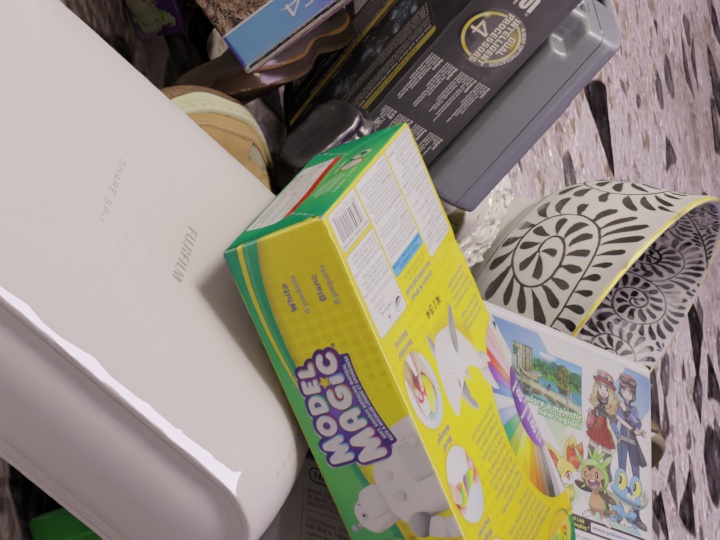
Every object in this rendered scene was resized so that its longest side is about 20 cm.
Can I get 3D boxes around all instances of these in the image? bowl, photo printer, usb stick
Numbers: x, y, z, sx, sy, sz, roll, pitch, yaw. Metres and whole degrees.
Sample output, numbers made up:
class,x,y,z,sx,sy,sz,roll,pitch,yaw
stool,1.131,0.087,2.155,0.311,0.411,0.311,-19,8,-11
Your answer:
class,x,y,z,sx,sy,sz,roll,pitch,yaw
bowl,0.102,0.020,1.424,0.201,0.094,0.201,-46,160,-23
photo printer,-0.094,0.005,0.957,0.200,0.069,0.167,43,35,-22
usb stick,0.000,0.000,1.219,0.055,0.033,0.200,-41,145,-18

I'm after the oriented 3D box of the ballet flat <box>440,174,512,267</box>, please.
class,x,y,z,sx,sy,sz,roll,pitch,yaw
ballet flat,0.021,-0.014,1.320,0.200,0.072,0.072,-43,129,-34

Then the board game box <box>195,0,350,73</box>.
class,x,y,z,sx,sy,sz,roll,pitch,yaw
board game box,-0.046,-0.211,1.150,0.200,0.097,0.159,54,26,-4

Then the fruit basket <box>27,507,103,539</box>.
class,x,y,z,sx,sy,sz,roll,pitch,yaw
fruit basket,-0.084,0.080,1.091,0.185,0.094,0.201,49,21,-61

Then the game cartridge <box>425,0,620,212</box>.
class,x,y,z,sx,sy,sz,roll,pitch,yaw
game cartridge,0.064,-0.121,1.308,0.040,0.133,0.200,32,28,-26

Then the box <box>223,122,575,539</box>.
class,x,y,z,sx,sy,sz,roll,pitch,yaw
box,0.024,0.056,0.994,0.200,0.048,0.117,65,24,-12

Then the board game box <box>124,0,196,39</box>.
class,x,y,z,sx,sy,sz,roll,pitch,yaw
board game box,-0.092,-0.212,1.267,0.200,0.032,0.120,-74,154,-54

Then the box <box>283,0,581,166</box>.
class,x,y,z,sx,sy,sz,roll,pitch,yaw
box,0.036,-0.135,1.279,0.049,0.200,0.161,30,31,-23

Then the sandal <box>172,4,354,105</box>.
class,x,y,z,sx,sy,sz,roll,pitch,yaw
sandal,-0.055,-0.109,1.230,0.055,0.082,0.200,62,15,-6

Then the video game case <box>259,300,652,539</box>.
class,x,y,z,sx,sy,sz,roll,pitch,yaw
video game case,0.042,0.095,1.084,0.200,0.022,0.183,22,57,-31

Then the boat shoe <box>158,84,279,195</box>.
class,x,y,z,sx,sy,sz,roll,pitch,yaw
boat shoe,-0.062,-0.023,1.154,0.076,0.071,0.200,68,10,15

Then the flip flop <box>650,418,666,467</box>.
class,x,y,z,sx,sy,sz,roll,pitch,yaw
flip flop,0.071,0.137,1.342,0.058,0.200,0.081,56,-13,28
